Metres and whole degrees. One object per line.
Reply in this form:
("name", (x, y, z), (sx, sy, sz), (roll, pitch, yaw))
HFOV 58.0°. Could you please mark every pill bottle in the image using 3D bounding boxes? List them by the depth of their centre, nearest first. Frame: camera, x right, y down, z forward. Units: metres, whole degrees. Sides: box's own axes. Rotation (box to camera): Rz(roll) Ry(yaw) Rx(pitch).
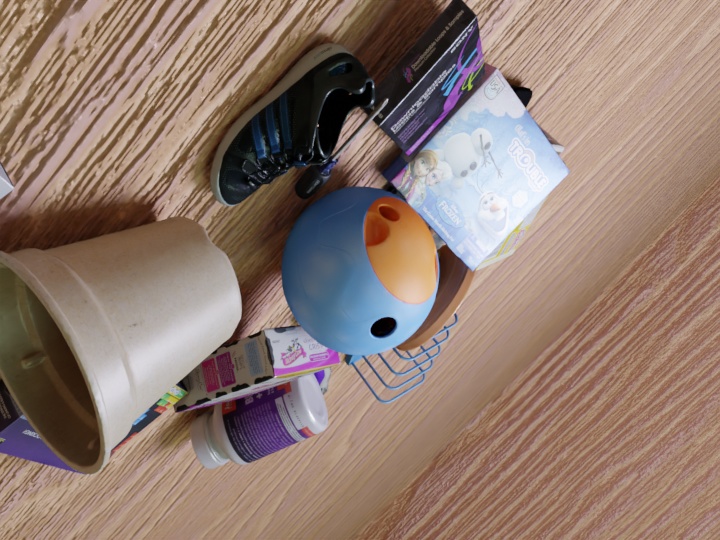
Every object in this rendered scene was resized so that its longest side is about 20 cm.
("pill bottle", (-0.158, 0.230, 1.005), (0.196, 0.114, 0.112), (-24, 156, 7))

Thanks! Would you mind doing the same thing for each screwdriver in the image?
("screwdriver", (-0.019, -0.124, 0.691), (0.199, 0.029, 0.028), (-28, -162, 53))

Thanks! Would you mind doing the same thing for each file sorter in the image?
("file sorter", (0.079, 0.130, 1.218), (0.137, 0.123, 0.203), (-23, 149, -35))

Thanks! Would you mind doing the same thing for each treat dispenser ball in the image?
("treat dispenser ball", (0.000, 0.000, 0.802), (0.198, 0.202, 0.203), (-32, 154, -18))

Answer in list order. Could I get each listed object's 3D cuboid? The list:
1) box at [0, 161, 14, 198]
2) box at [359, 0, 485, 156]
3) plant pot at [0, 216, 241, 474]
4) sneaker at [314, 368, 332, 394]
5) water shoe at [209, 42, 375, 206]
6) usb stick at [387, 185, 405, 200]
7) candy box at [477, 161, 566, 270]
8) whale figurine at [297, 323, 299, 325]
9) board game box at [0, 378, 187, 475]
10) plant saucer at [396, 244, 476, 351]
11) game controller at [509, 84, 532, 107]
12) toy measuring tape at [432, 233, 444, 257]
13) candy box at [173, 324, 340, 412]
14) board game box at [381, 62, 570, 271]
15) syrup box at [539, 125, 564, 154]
("box", (-0.341, -0.066, 0.390), (0.155, 0.041, 0.201), (-39, 156, -7))
("box", (0.077, -0.205, 0.728), (0.143, 0.036, 0.200), (-47, 170, 11))
("plant pot", (-0.216, 0.045, 0.599), (0.182, 0.200, 0.203), (-31, 156, -44))
("sneaker", (-0.106, 0.183, 1.093), (0.098, 0.070, 0.202), (-29, 151, -21))
("water shoe", (-0.070, -0.130, 0.638), (0.200, 0.079, 0.071), (-47, 154, 11))
("usb stick", (0.071, -0.118, 0.920), (0.200, 0.033, 0.055), (-45, 141, 5))
("candy box", (0.249, -0.088, 1.046), (0.101, 0.026, 0.203), (-23, 149, -37))
("whale figurine", (-0.004, 0.040, 1.001), (0.198, 0.105, 0.159), (-31, 126, 25))
("board game box", (-0.314, 0.149, 0.752), (0.164, 0.057, 0.201), (-40, 155, -8))
("plant saucer", (0.107, 0.034, 1.040), (0.201, 0.032, 0.202), (-48, -162, 21))
("game controller", (0.183, -0.185, 0.968), (0.103, 0.042, 0.202), (-10, 140, -49))
("toy measuring tape", (0.107, -0.048, 1.022), (0.073, 0.075, 0.200), (-8, 149, -49))
("candy box", (-0.143, 0.129, 0.867), (0.197, 0.063, 0.135), (-25, 166, 34))
("board game box", (0.162, -0.135, 0.894), (0.199, 0.044, 0.199), (-46, 120, 6))
("syrup box", (0.233, -0.144, 1.060), (0.080, 0.079, 0.202), (-9, 139, -48))
